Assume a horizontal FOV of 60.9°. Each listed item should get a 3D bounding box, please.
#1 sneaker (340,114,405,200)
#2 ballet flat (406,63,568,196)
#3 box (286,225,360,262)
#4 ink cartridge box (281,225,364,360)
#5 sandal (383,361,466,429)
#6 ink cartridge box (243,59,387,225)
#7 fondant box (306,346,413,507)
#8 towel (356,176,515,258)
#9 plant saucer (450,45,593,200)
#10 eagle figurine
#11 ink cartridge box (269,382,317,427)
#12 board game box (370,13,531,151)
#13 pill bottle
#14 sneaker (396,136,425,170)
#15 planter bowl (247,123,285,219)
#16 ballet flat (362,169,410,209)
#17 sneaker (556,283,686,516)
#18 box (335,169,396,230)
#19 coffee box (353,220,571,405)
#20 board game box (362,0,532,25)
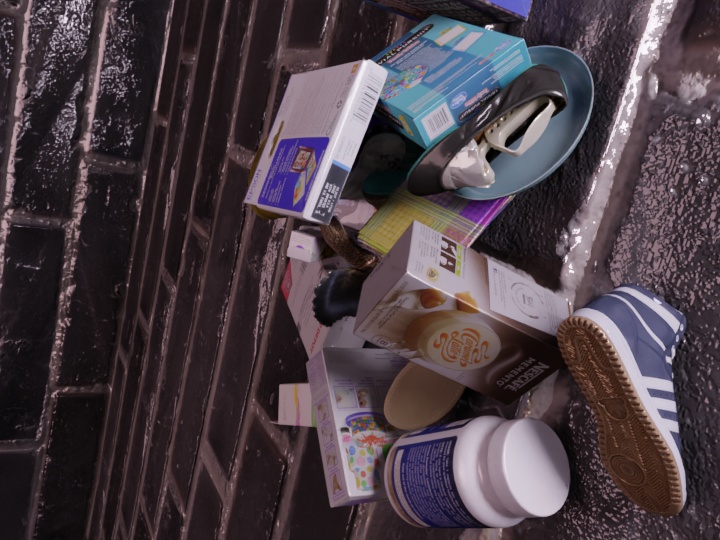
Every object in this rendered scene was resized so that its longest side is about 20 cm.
[{"bbox_3d":[0.004,-0.176,0.886,0.200,0.069,0.100,-33,54,55],"label":"sneaker"},{"bbox_3d":[0.135,-0.136,0.655,0.200,0.068,0.068,-42,52,19],"label":"ballet flat"},{"bbox_3d":[-0.044,-0.045,0.937,0.041,0.200,0.039,19,105,20],"label":"box"},{"bbox_3d":[-0.056,0.042,1.028,0.200,0.083,0.147,61,139,43],"label":"ink cartridge box"},{"bbox_3d":[0.114,0.113,0.779,0.078,0.070,0.212,38,103,14],"label":"sandal"},{"bbox_3d":[-0.066,-0.163,0.784,0.200,0.043,0.199,20,89,56],"label":"ink cartridge box"},{"bbox_3d":[0.014,0.207,0.835,0.058,0.144,0.200,-47,47,44],"label":"fondant box"},{"bbox_3d":[0.099,-0.078,0.741,0.143,0.023,0.200,31,75,39],"label":"towel"},{"bbox_3d":[0.172,-0.164,0.702,0.200,0.027,0.201,-24,51,33],"label":"plant saucer"},{"bbox_3d":[0.003,-0.006,0.836,0.152,0.199,0.151,43,121,55],"label":"eagle figurine"},{"bbox_3d":[-0.055,0.212,0.972,0.200,0.117,0.068,-18,69,55],"label":"ink cartridge box"},{"bbox_3d":[0.087,-0.236,0.745,0.151,0.047,0.200,-36,37,-2],"label":"board game box"},{"bbox_3d":[0.124,0.225,0.681,0.200,0.115,0.116,-33,58,53],"label":"pill bottle"},{"bbox_3d":[0.087,-0.206,0.888,0.088,0.074,0.201,-78,-10,-85],"label":"sneaker"},{"bbox_3d":[-0.101,-0.167,1.095,0.083,0.200,0.201,28,112,25],"label":"planter bowl"},{"bbox_3d":[0.099,-0.102,0.815,0.200,0.065,0.071,8,65,31],"label":"ballet flat"},{"bbox_3d":[0.256,0.108,0.547,0.070,0.108,0.200,-15,102,54],"label":"sneaker"},{"bbox_3d":[-0.034,-0.140,0.985,0.200,0.041,0.119,22,106,26],"label":"box"},{"bbox_3d":[0.109,0.049,0.646,0.114,0.200,0.080,-52,18,42],"label":"coffee box"},{"bbox_3d":[0.103,-0.386,0.782,0.200,0.159,0.097,31,111,57],"label":"board game box"}]
